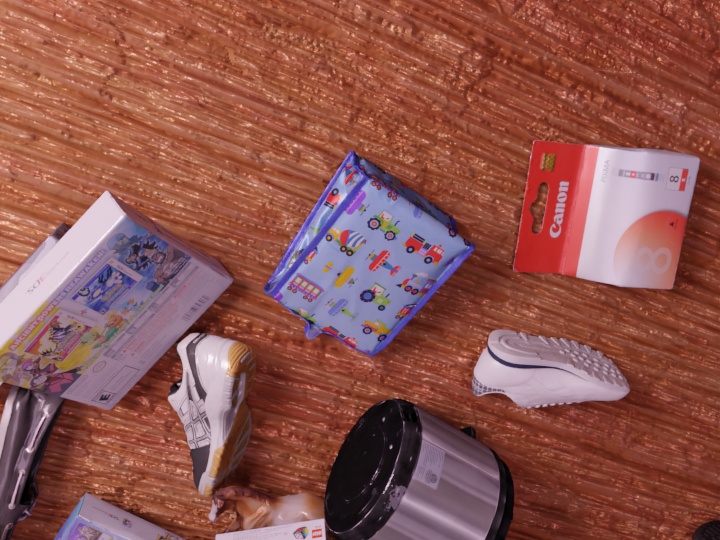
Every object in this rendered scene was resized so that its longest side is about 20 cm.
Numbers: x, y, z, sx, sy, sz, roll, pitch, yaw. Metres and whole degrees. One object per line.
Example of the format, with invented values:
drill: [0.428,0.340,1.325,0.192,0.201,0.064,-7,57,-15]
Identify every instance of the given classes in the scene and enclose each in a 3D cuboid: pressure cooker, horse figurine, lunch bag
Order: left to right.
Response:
horse figurine: [-0.090,0.306,0.882,0.198,0.050,0.134,10,116,-16]
lunch bag: [0.000,0.000,0.816,0.150,0.094,0.201,31,106,-21]
pressure cooker: [0.078,0.264,0.851,0.199,0.179,0.177,30,94,-18]

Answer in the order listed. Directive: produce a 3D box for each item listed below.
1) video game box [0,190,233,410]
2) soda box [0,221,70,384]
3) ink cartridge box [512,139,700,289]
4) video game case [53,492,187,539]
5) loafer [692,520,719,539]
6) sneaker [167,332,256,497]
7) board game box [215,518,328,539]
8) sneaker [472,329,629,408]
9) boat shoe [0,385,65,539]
video game box: [-0.249,0.040,0.733,0.200,0.047,0.182,-46,152,2]
soda box: [-0.349,0.048,0.754,0.063,0.068,0.200,43,92,-19]
ink cartridge box: [0.290,-0.065,0.876,0.198,0.050,0.164,2,104,-17]
video game case: [-0.287,0.374,0.856,0.180,0.046,0.201,32,105,-19]
loafer: [0.557,0.406,1.050,0.198,0.073,0.072,9,101,-15]
sneaker: [-0.172,0.157,0.832,0.087,0.076,0.202,18,113,14]
board game box: [-0.091,0.378,0.880,0.125,0.035,0.202,-7,125,-2]
sneaker: [0.234,0.132,0.913,0.198,0.077,0.081,14,113,-11]
boat shoe: [-0.363,0.218,0.799,0.056,0.067,0.202,12,99,-11]
